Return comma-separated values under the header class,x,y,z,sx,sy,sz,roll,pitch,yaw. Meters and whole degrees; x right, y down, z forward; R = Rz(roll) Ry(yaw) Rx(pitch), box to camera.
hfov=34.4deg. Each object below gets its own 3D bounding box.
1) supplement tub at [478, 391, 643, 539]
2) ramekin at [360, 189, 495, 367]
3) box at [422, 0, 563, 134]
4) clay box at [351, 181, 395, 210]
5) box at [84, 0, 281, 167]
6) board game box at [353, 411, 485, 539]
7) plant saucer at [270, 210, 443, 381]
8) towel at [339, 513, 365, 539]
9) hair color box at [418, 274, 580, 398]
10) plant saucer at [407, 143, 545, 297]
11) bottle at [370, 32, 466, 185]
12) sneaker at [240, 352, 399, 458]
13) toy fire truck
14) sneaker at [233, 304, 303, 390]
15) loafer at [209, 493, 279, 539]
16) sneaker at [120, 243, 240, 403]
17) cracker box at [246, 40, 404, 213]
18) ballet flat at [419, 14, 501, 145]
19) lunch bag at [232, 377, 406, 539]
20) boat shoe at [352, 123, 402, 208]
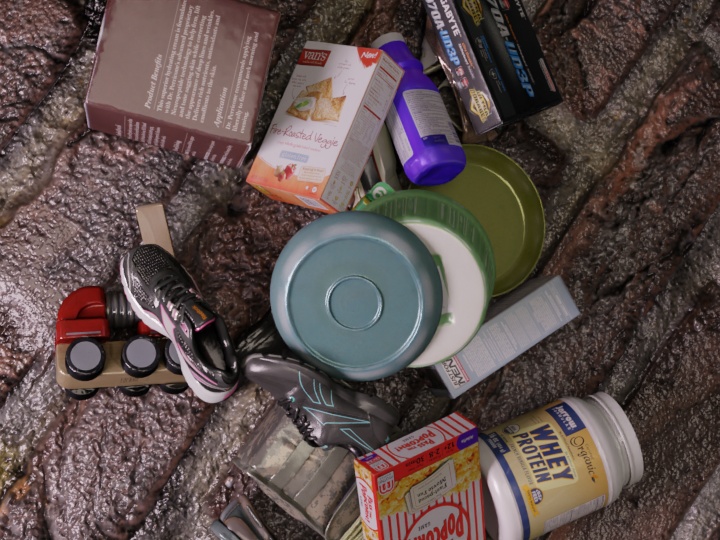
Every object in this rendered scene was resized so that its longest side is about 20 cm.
class,x,y,z,sx,sy,sz,roll,pitch,yaw
supplement tub,0.239,0.245,1.459,0.198,0.144,0.146,-21,90,-12
ramekin,0.062,0.014,1.360,0.197,0.098,0.203,1,107,3
box,0.169,-0.287,1.494,0.158,0.046,0.202,-23,91,-48
clay box,0.000,0.000,1.438,0.115,0.048,0.200,40,106,-6
box,-0.213,-0.237,1.391,0.197,0.164,0.168,14,84,-10
board game box,0.074,0.288,1.369,0.150,0.046,0.203,-21,117,-28
plant saucer,-0.006,0.034,1.306,0.197,0.027,0.203,1,106,3
towel,0.058,0.343,1.429,0.148,0.036,0.201,-44,126,-13
hair color box,0.171,0.083,1.480,0.198,0.099,0.061,-31,93,-12
plant saucer,0.145,-0.062,1.511,0.197,0.031,0.203,3,80,-16
bottle,0.066,-0.206,1.474,0.083,0.065,0.202,-2,63,-42
sneaker,-0.051,0.157,1.324,0.198,0.075,0.080,26,76,-11
toy fire truck,-0.278,0.036,1.393,0.173,0.129,0.203,-2,66,-17
sneaker,-0.103,0.095,1.413,0.091,0.076,0.200,42,105,-9
loafer,-0.092,0.355,1.423,0.199,0.072,0.063,40,73,-4
sneaker,-0.192,0.050,1.319,0.080,0.086,0.201,-38,91,-27
cracker box,-0.044,-0.179,1.437,0.058,0.133,0.202,33,76,-48
ballet flat,0.115,-0.255,1.515,0.067,0.068,0.202,-25,89,15
lunch bag,-0.029,0.237,1.421,0.200,0.117,0.165,41,78,-12
boat shoe,0.019,-0.090,1.480,0.062,0.071,0.203,-9,103,22
